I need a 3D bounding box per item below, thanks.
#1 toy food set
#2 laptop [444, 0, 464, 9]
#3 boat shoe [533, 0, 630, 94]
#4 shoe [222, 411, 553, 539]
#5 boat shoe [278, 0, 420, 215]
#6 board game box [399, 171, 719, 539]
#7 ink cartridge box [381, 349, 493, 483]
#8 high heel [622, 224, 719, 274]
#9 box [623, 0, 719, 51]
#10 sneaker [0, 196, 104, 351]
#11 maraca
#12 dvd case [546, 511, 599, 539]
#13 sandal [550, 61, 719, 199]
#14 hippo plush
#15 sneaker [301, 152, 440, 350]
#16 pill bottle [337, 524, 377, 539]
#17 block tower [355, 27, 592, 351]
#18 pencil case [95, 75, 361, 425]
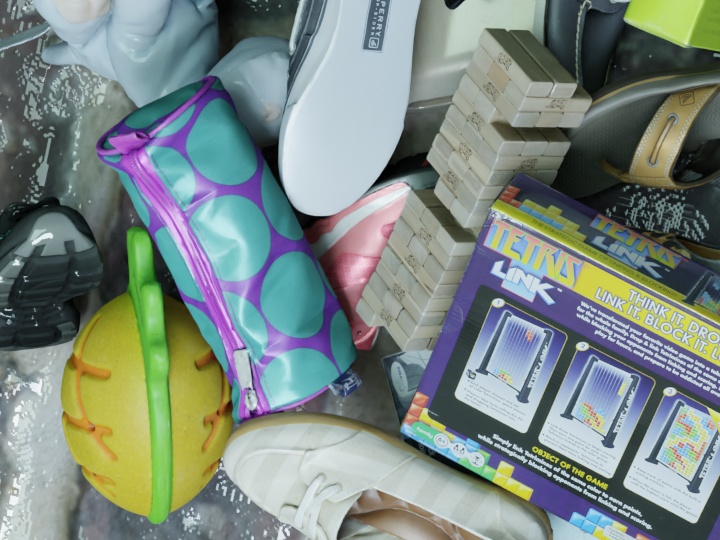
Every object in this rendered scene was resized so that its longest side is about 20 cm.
[{"bbox_3d":[0.039,-0.197,1.694,0.143,0.060,0.202,-8,96,19],"label":"toy food set"},{"bbox_3d":[0.115,-0.267,1.581,0.200,0.103,0.178,-38,59,59],"label":"laptop"},{"bbox_3d":[0.145,-0.178,1.637,0.062,0.073,0.202,7,90,25],"label":"boat shoe"},{"bbox_3d":[0.014,0.135,1.619,0.199,0.053,0.070,17,120,2],"label":"shoe"},{"bbox_3d":[-0.010,-0.134,1.653,0.071,0.068,0.201,6,104,-22],"label":"boat shoe"},{"bbox_3d":[0.141,0.063,1.593,0.199,0.057,0.166,28,121,10],"label":"board game box"},{"bbox_3d":[0.117,0.072,1.677,0.199,0.039,0.100,-18,85,21],"label":"ink cartridge box"},{"bbox_3d":[0.233,-0.034,1.602,0.199,0.071,0.143,20,107,4],"label":"high heel"},{"bbox_3d":[0.220,-0.222,1.576,0.047,0.122,0.201,26,101,21],"label":"box"},{"bbox_3d":[-0.205,-0.010,1.737,0.075,0.200,0.080,-5,74,-15],"label":"sneaker"},{"bbox_3d":[-0.130,0.065,1.715,0.106,0.201,0.138,-8,45,-12],"label":"maraca"},{"bbox_3d":[0.084,0.219,1.706,0.199,0.022,0.147,-12,88,22],"label":"dvd case"},{"bbox_3d":[0.193,-0.077,1.615,0.199,0.082,0.055,-14,56,16],"label":"sandal"},{"bbox_3d":[-0.118,-0.122,1.700,0.199,0.159,0.161,-34,79,19],"label":"hippo plush"},{"bbox_3d":[0.000,0.000,1.716,0.200,0.074,0.087,-33,94,24],"label":"sneaker"},{"bbox_3d":[0.054,0.236,1.648,0.199,0.112,0.113,26,102,19],"label":"pill bottle"},{"bbox_3d":[0.066,-0.040,1.627,0.058,0.054,0.201,52,130,38],"label":"block tower"},{"bbox_3d":[-0.076,-0.009,1.638,0.085,0.092,0.201,-17,108,33],"label":"pencil case"}]
